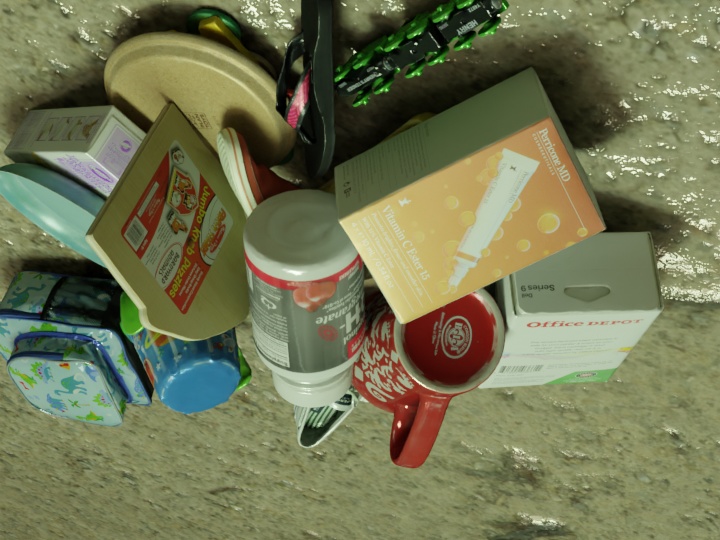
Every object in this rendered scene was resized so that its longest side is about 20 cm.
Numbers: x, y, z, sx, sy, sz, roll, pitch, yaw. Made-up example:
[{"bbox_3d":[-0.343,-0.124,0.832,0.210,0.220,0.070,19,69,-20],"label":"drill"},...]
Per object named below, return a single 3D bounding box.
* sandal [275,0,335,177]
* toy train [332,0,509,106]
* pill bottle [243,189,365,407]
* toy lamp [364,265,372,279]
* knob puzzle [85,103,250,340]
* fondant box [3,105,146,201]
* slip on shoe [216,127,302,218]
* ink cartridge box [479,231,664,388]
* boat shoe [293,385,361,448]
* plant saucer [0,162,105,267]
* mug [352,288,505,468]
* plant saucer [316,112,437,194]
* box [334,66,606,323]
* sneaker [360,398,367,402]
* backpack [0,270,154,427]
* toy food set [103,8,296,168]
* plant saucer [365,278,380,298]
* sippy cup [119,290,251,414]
[{"bbox_3d":[-0.051,-0.168,1.191,0.045,0.075,0.202,-13,135,-14],"label":"sandal"},{"bbox_3d":[0.051,-0.192,1.138,0.199,0.057,0.042,-22,115,47],"label":"toy train"},{"bbox_3d":[-0.050,0.033,1.289,0.109,0.111,0.202,10,135,12],"label":"pill bottle"},{"bbox_3d":[0.000,0.000,1.368,0.058,0.059,0.199,34,150,-25],"label":"toy lamp"},{"bbox_3d":[-0.167,-0.023,1.275,0.030,0.222,0.220,-8,140,33],"label":"knob puzzle"},{"bbox_3d":[-0.254,-0.098,1.375,0.144,0.059,0.199,41,159,-32],"label":"fondant box"},{"bbox_3d":[-0.082,-0.067,1.309,0.061,0.074,0.201,-31,133,1],"label":"slip on shoe"},{"bbox_3d":[0.195,0.041,1.333,0.143,0.089,0.200,-2,158,-7],"label":"ink cartridge box"},{"bbox_3d":[-0.018,0.129,1.542,0.073,0.067,0.201,16,134,-14],"label":"boat shoe"},{"bbox_3d":[-0.292,-0.054,1.417,0.198,0.028,0.200,27,164,8],"label":"plant saucer"},{"bbox_3d":[0.072,0.090,1.330,0.132,0.179,0.200,-21,176,-13],"label":"mug"},{"bbox_3d":[0.078,-0.069,1.318,0.199,0.049,0.199,32,145,-21],"label":"plant saucer"},{"bbox_3d":[0.092,-0.063,1.182,0.198,0.098,0.125,-26,120,13],"label":"box"},{"bbox_3d":[-0.035,0.077,1.589,0.199,0.074,0.080,29,132,-25],"label":"sneaker"},{"bbox_3d":[-0.356,0.092,1.683,0.198,0.148,0.184,9,144,20],"label":"backpack"},{"bbox_3d":[-0.146,-0.158,1.294,0.196,0.049,0.200,-8,139,35],"label":"toy food set"},{"bbox_3d":[-0.031,-0.012,1.469,0.198,0.037,0.201,13,148,8],"label":"plant saucer"},{"bbox_3d":[-0.196,0.086,1.562,0.176,0.131,0.140,-1,138,-27],"label":"sippy cup"}]
